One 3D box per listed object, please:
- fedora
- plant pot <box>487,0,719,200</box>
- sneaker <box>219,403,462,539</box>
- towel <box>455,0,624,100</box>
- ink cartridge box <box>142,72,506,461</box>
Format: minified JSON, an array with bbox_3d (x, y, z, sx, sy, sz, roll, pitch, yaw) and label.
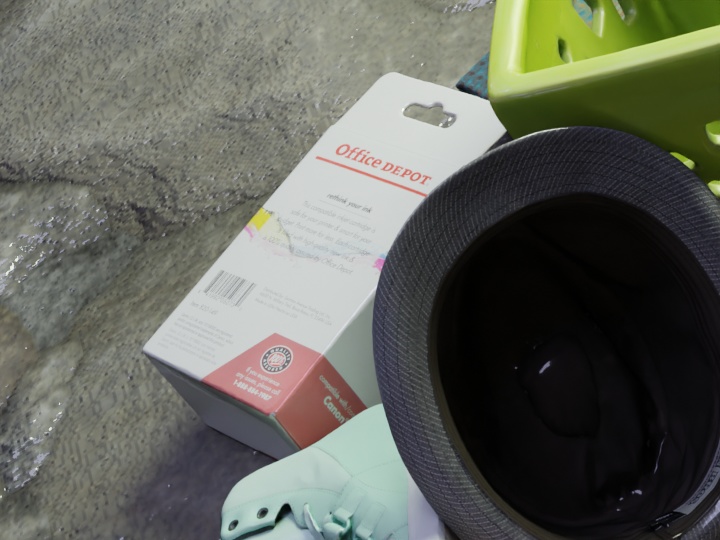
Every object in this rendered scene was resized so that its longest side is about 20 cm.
[{"bbox_3d":[0.088,0.039,1.171,0.177,0.200,0.090,-34,7,-10],"label":"fedora"},{"bbox_3d":[0.190,-0.105,1.214,0.199,0.182,0.200,-13,44,27],"label":"plant pot"},{"bbox_3d":[-0.006,0.136,1.200,0.118,0.074,0.200,-27,22,4],"label":"sneaker"},{"bbox_3d":[0.160,-0.138,1.410,0.200,0.022,0.147,-43,36,-10],"label":"towel"},{"bbox_3d":[0.000,0.000,1.358,0.200,0.068,0.116,-50,40,-15],"label":"ink cartridge box"}]
